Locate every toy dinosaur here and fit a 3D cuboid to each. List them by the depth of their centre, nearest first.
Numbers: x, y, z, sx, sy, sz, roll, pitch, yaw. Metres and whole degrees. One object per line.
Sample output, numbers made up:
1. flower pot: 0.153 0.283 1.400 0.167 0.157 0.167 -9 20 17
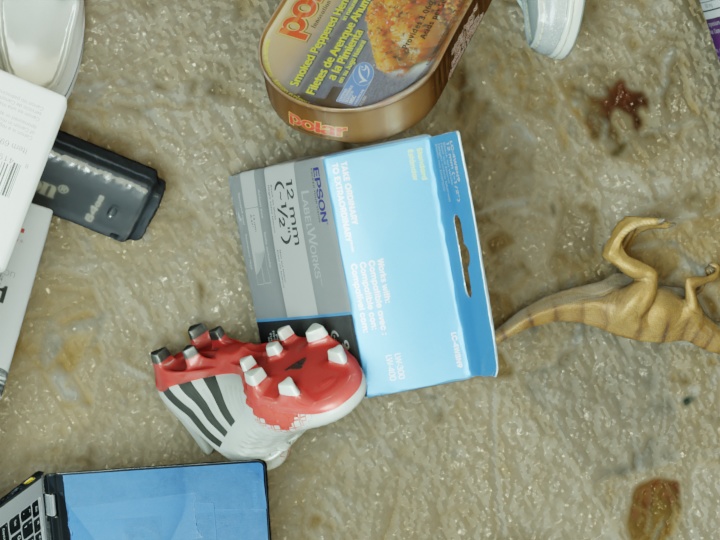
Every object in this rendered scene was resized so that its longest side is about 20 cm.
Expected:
1. toy dinosaur: 0.166 0.018 1.595 0.200 0.060 0.106 5 90 -13

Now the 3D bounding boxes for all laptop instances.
1. laptop: -0.150 0.221 1.454 0.200 0.116 0.188 -37 131 -51

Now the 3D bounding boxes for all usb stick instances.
1. usb stick: -0.216 -0.072 1.509 0.200 0.033 0.056 22 120 -13

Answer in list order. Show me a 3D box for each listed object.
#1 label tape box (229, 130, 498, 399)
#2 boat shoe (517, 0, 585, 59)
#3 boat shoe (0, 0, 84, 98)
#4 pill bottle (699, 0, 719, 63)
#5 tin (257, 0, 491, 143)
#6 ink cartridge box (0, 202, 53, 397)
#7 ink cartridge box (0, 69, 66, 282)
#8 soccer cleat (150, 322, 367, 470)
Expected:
1. label tape box: 0.000 0.000 1.479 0.066 0.200 0.144 -11 92 -25
2. boat shoe: 0.102 -0.231 1.575 0.065 0.074 0.202 -5 87 -8
3. boat shoe: -0.192 -0.191 1.503 0.072 0.066 0.200 6 89 -14
4. pill bottle: 0.275 -0.166 1.594 0.112 0.112 0.200 -19 95 -13
5. tin: 0.012 -0.155 1.516 0.112 0.042 0.200 17 53 16
6. ink cartridge box: -0.277 0.042 1.455 0.146 0.086 0.200 18 77 -14
7. ink cartridge box: -0.265 -0.023 1.380 0.145 0.085 0.200 23 71 -13
8. soccer cleat: -0.052 0.080 1.476 0.069 0.200 0.085 -35 111 -29
